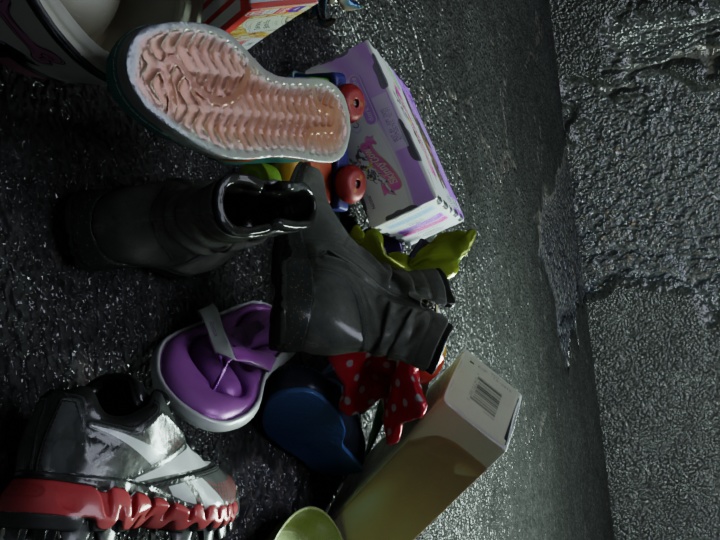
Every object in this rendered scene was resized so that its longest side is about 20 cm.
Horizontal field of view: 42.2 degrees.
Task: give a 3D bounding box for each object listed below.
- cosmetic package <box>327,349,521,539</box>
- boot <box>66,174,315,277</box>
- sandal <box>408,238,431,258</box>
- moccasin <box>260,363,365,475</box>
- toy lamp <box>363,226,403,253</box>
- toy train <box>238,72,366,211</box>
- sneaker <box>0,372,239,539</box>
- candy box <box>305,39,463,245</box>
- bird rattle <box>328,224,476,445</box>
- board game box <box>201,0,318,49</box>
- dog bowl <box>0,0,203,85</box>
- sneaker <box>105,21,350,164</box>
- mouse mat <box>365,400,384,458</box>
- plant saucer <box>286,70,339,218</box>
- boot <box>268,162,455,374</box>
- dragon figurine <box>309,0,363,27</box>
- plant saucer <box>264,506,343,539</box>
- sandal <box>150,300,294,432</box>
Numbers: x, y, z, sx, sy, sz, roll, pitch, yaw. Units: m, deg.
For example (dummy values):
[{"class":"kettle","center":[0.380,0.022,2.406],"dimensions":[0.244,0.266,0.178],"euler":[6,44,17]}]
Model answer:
[{"class":"cosmetic package","center":[0.054,0.179,0.861],"dimensions":[0.071,0.200,0.105],"euler":[39,29,0]},{"class":"boot","center":[-0.085,-0.032,0.620],"dimensions":[0.200,0.130,0.068],"euler":[-15,99,-69]},{"class":"sandal","center":[0.032,0.059,0.928],"dimensions":[0.201,0.048,0.075],"euler":[-59,180,-18]},{"class":"moccasin","center":[-0.042,0.121,0.812],"dimensions":[0.200,0.080,0.069],"euler":[76,14,-60]},{"class":"toy lamp","center":[0.014,-0.009,0.958],"dimensions":[0.200,0.058,0.059],"euler":[-72,152,-77]},{"class":"toy train","center":[-0.060,-0.071,0.811],"dimensions":[0.115,0.084,0.201],"euler":[-10,102,-53]},{"class":"sneaker","center":[-0.131,0.115,0.565],"dimensions":[0.200,0.070,0.098],"euler":[33,57,-62]},{"class":"candy box","center":[0.031,-0.122,0.954],"dimensions":[0.168,0.071,0.200],"euler":[68,12,7]},{"class":"bird rattle","center":[0.045,0.060,0.784],"dimensions":[0.163,0.112,0.201],"euler":[72,19,-54]},{"class":"board game box","center":[-0.090,-0.236,0.636],"dimensions":[0.200,0.046,0.152],"euler":[-173,-107,-69]},{"class":"dog bowl","center":[-0.172,-0.200,0.540],"dimensions":[0.200,0.073,0.201],"euler":[-5,90,-70]},{"class":"sneaker","center":[-0.089,-0.096,0.564],"dimensions":[0.200,0.080,0.072],"euler":[7,84,-59]},{"class":"mouse mat","center":[0.044,0.090,0.986],"dimensions":[0.200,0.007,0.161],"euler":[-71,-178,-56]},{"class":"plant saucer","center":[-0.045,-0.092,0.918],"dimensions":[0.070,0.019,0.201],"euler":[-19,102,-68]},{"class":"boot","center":[0.000,0.000,0.706],"dimensions":[0.201,0.130,0.068],"euler":[-94,-163,-49]},{"class":"dragon figurine","center":[-0.034,-0.314,0.949],"dimensions":[0.200,0.059,0.100],"euler":[-66,144,-53]},{"class":"plant saucer","center":[-0.055,0.299,0.772],"dimensions":[0.200,0.031,0.201],"euler":[-5,90,-69]},{"class":"sandal","center":[-0.091,0.051,0.673],"dimensions":[0.050,0.082,0.203],"euler":[-60,179,18]}]
